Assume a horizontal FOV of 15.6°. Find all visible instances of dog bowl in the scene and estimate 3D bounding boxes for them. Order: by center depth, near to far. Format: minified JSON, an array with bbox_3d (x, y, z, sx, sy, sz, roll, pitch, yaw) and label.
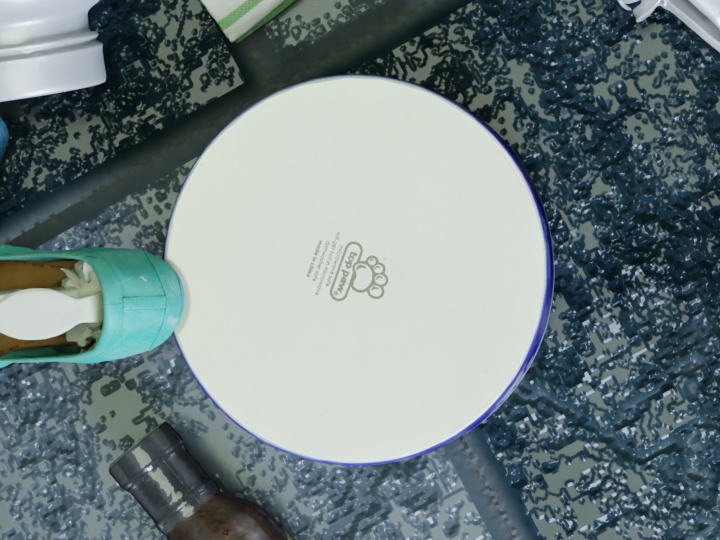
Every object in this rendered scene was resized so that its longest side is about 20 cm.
[{"bbox_3d":[0.000,0.000,1.351,0.199,0.079,0.201,0,90,5],"label":"dog bowl"}]

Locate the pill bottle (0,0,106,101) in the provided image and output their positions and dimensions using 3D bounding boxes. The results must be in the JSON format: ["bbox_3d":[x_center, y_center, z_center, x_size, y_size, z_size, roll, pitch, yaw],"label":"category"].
[{"bbox_3d":[-0.186,-0.190,1.348,0.108,0.109,0.201,-8,98,5],"label":"pill bottle"}]

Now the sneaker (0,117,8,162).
[{"bbox_3d":[-0.280,-0.042,1.379,0.199,0.077,0.081,-26,85,3],"label":"sneaker"}]

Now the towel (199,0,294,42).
[{"bbox_3d":[-0.070,-0.241,1.387,0.152,0.023,0.200,-37,85,3],"label":"towel"}]

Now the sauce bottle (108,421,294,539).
[{"bbox_3d":[-0.052,0.166,1.362,0.065,0.065,0.200,-39,87,4],"label":"sauce bottle"}]

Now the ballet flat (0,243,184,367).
[{"bbox_3d":[-0.185,0.017,1.333,0.199,0.070,0.068,-5,86,32],"label":"ballet flat"}]

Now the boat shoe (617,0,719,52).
[{"bbox_3d":[0.154,-0.158,1.341,0.200,0.074,0.066,34,88,5],"label":"boat shoe"}]
